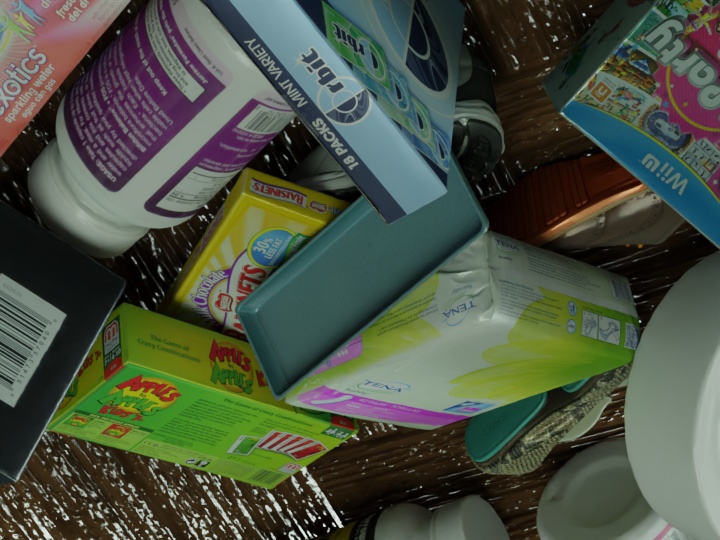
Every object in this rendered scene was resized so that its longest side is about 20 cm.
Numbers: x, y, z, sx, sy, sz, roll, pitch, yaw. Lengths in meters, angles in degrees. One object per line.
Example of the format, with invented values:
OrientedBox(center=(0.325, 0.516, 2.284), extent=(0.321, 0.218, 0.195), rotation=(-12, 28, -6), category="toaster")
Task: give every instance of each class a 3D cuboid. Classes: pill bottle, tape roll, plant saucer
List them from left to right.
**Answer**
OrientedBox(center=(-0.117, -0.097, 1.037), extent=(0.112, 0.113, 0.200), rotation=(38, 123, -20), category="pill bottle")
OrientedBox(center=(0.000, 0.000, 1.021), extent=(0.019, 0.070, 0.200), rotation=(-3, 150, -48), category="plant saucer")
OrientedBox(center=(0.015, 0.243, 1.278), extent=(0.199, 0.112, 0.111), rotation=(-26, 120, 24), category="pill bottle")
OrientedBox(center=(0.220, 0.228, 1.237), extent=(0.113, 0.114, 0.201), rotation=(-21, 122, 22), category="pill bottle")
OrientedBox(center=(0.267, 0.086, 1.076), extent=(0.201, 0.071, 0.204), rotation=(-6, 101, -30), category="tape roll")

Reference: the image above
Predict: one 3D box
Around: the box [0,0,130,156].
OrientedBox(center=(-0.215, -0.153, 1.014), extent=(0.094, 0.103, 0.200), rotation=(35, 125, -19), category="box")

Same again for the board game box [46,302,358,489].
OrientedBox(center=(-0.110, 0.091, 1.168), extent=(0.199, 0.048, 0.101), rotation=(21, 137, -38), category="board game box")

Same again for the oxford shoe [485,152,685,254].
OrientedBox(center=(0.155, -0.034, 1.075), extent=(0.199, 0.072, 0.073), rotation=(-26, 124, 24), category="oxford shoe")

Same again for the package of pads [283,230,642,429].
OrientedBox(center=(0.057, 0.042, 1.084), extent=(0.154, 0.069, 0.199), rotation=(16, 150, -41), category="package of pads")

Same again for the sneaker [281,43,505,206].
OrientedBox(center=(0.017, -0.076, 1.068), extent=(0.074, 0.080, 0.199), rotation=(25, 145, -34), category="sneaker")

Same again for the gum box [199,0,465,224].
OrientedBox(center=(-0.009, -0.149, 0.926), extent=(0.044, 0.201, 0.170), rotation=(-27, 119, 25), category="gum box")

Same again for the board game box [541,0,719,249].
OrientedBox(center=(0.225, -0.129, 0.960), extent=(0.147, 0.064, 0.200), rotation=(37, 105, -18), category="board game box")

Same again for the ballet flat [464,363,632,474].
OrientedBox(center=(0.149, 0.077, 1.172), extent=(0.075, 0.068, 0.200), rotation=(11, 136, -28), category="ballet flat")

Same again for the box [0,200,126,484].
OrientedBox(center=(-0.255, 0.054, 1.096), extent=(0.104, 0.149, 0.200), rotation=(34, 158, -18), category="box")

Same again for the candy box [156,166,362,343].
OrientedBox(center=(-0.063, 0.005, 1.117), extent=(0.101, 0.027, 0.200), rotation=(20, 146, -13), category="candy box")
